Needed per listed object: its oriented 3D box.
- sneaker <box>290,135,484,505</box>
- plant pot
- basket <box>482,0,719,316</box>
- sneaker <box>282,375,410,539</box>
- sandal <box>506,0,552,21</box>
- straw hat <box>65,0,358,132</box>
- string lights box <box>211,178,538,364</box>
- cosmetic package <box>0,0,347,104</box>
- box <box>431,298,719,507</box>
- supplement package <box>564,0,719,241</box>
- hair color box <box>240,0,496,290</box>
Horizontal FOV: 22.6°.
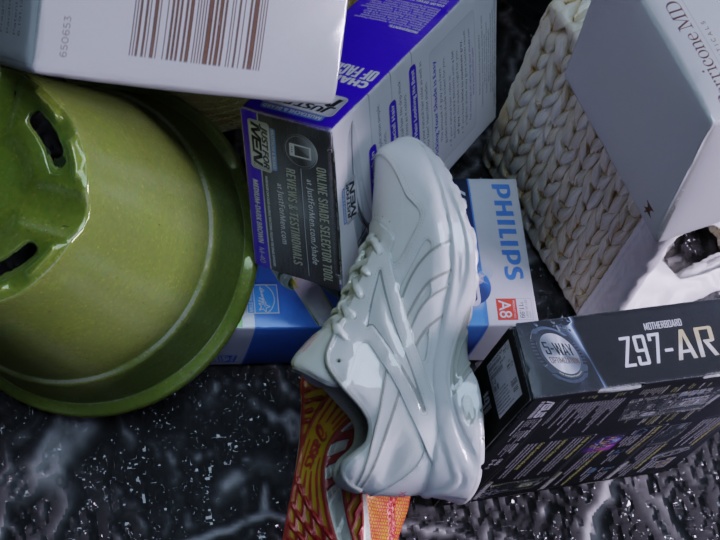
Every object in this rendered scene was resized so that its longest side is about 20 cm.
[{"bbox_3d":[0.012,0.027,0.964,0.099,0.078,0.201,-3,83,-11],"label":"sneaker"},{"bbox_3d":[-0.173,-0.027,0.964,0.199,0.190,0.201,-2,82,11],"label":"plant pot"},{"bbox_3d":[0.207,-0.087,1.120,0.198,0.200,0.161,-24,68,-21],"label":"basket"},{"bbox_3d":[0.002,0.098,1.038,0.073,0.077,0.200,13,82,24],"label":"sneaker"},{"bbox_3d":[0.106,-0.257,1.171,0.075,0.048,0.201,21,57,-40],"label":"sandal"},{"bbox_3d":[-0.089,-0.150,1.133,0.200,0.085,0.202,-3,70,7],"label":"straw hat"},{"bbox_3d":[0.000,0.000,1.104,0.199,0.059,0.103,-1,65,-13],"label":"string lights box"},{"bbox_3d":[-0.118,-0.184,0.938,0.167,0.200,0.167,2,100,-30],"label":"cosmetic package"},{"bbox_3d":[0.135,0.076,1.021,0.160,0.200,0.044,-7,69,-16],"label":"box"},{"bbox_3d":[0.229,-0.116,0.958,0.200,0.117,0.117,-18,65,-17],"label":"supplement package"},{"bbox_3d":[0.010,-0.092,1.051,0.065,0.110,0.200,16,41,23],"label":"hair color box"}]
